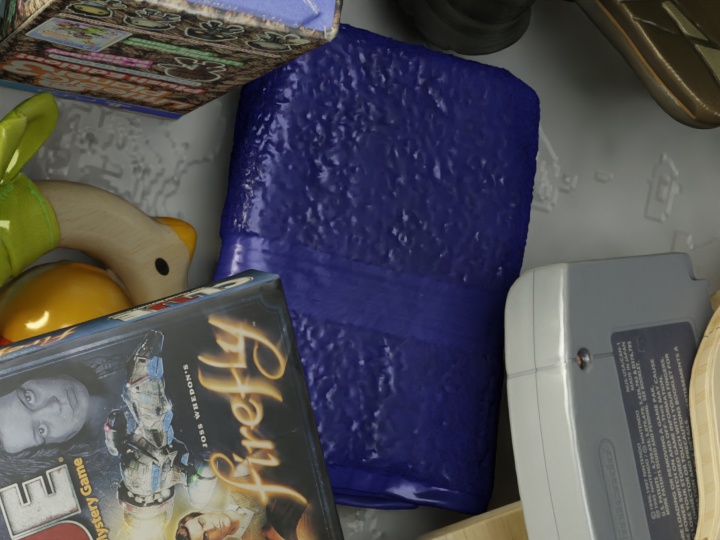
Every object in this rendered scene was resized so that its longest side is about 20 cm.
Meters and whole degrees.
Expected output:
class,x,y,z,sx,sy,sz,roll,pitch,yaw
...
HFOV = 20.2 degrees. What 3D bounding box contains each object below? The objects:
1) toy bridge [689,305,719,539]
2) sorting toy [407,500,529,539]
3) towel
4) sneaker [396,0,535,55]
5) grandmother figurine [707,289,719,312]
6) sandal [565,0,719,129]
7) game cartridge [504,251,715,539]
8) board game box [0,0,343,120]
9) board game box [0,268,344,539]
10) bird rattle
class,x,y,z,sx,sy,sz,roll,pitch,yaw
toy bridge,0.181,0.041,0.872,0.067,0.027,0.201,32,62,-8
sorting toy,0.023,0.215,0.850,0.198,0.070,0.201,-16,91,-21
towel,0.000,0.000,0.873,0.147,0.049,0.201,14,81,-26
sneaker,0.021,-0.192,0.859,0.076,0.091,0.200,-36,85,-26
grandmother figurine,0.230,0.085,0.921,0.121,0.061,0.200,-34,84,0
sandal,0.108,-0.139,0.898,0.081,0.055,0.201,-17,68,-35
game cartridge,0.119,0.094,0.850,0.133,0.041,0.201,-3,81,-54
board game box,-0.077,-0.155,0.770,0.096,0.200,0.160,10,83,-20
board game box,-0.072,0.115,0.752,0.135,0.035,0.201,-17,100,-20
bird rattle,-0.137,0.033,0.792,0.162,0.112,0.201,10,85,-36
